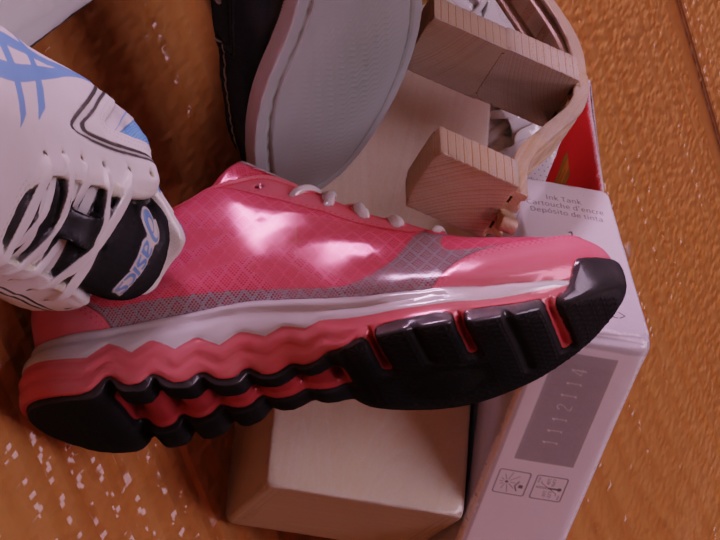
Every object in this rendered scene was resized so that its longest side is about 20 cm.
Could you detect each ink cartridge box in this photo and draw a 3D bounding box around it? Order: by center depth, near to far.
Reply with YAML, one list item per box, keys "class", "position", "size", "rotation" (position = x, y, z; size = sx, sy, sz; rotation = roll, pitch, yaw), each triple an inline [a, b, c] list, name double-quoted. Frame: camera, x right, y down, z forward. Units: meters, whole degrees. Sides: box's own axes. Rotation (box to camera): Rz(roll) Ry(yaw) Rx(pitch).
- class: "ink cartridge box"
  position: [0.051, 0.047, 0.827]
  size: [0.176, 0.045, 0.200]
  rotation: [-95, -162, -53]

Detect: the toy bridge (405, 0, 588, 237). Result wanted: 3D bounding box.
- class: "toy bridge"
  position: [0.050, -0.076, 0.768]
  size: [0.067, 0.027, 0.200]
  rotation: [22, 36, -16]

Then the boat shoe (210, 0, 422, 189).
- class: "boat shoe"
  position: [-0.019, -0.109, 0.705]
  size: [0.076, 0.060, 0.200]
  rotation: [-27, 146, -36]

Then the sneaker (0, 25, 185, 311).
- class: "sneaker"
  position: [-0.089, -0.022, 0.571]
  size: [0.072, 0.072, 0.200]
  rotation: [-62, 175, 3]

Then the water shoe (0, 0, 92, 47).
- class: "water shoe"
  position: [-0.111, -0.119, 0.651]
  size: [0.079, 0.071, 0.200]
  rotation: [67, 32, -23]

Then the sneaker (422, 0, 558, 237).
- class: "sneaker"
  position: [0.043, -0.088, 0.924]
  size: [0.116, 0.074, 0.200]
  rotation: [30, 45, -53]

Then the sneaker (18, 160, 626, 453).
- class: "sneaker"
  position: [-0.016, -0.001, 0.679]
  size: [0.074, 0.200, 0.087]
  rotation: [74, 8, -66]

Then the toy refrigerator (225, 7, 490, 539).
- class: "toy refrigerator"
  position: [0.000, 0.000, 0.803]
  size: [0.076, 0.070, 0.200]
  rotation: [10, 69, -15]
